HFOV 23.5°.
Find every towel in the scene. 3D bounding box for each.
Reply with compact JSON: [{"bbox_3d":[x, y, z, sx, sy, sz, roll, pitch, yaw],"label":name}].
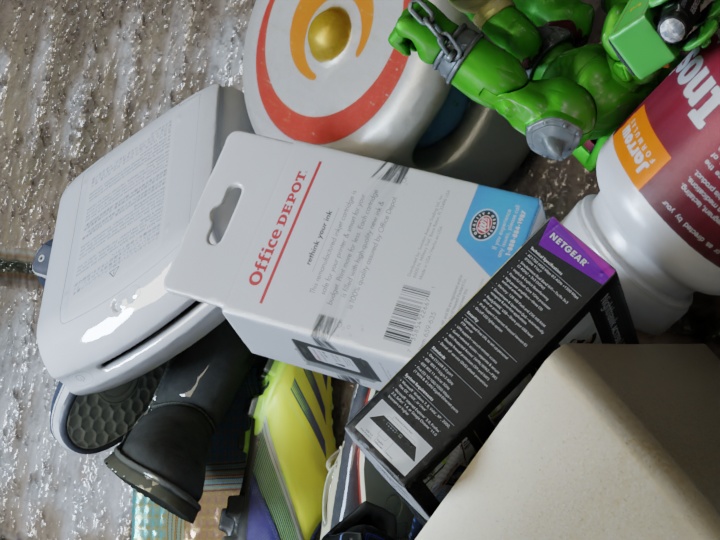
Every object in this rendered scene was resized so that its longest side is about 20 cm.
[{"bbox_3d":[-0.115,0.166,1.233,0.146,0.022,0.202,-10,73,42],"label":"towel"}]

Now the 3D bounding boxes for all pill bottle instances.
[{"bbox_3d":[0.201,-0.062,0.929,0.200,0.112,0.113,-47,52,24],"label":"pill bottle"}]

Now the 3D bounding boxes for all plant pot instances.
[{"bbox_3d":[0.147,0.171,0.880,0.177,0.199,0.201,44,110,27],"label":"plant pot"}]

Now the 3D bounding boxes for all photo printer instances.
[{"bbox_3d":[-0.135,-0.016,1.147,0.166,0.069,0.201,-32,33,21],"label":"photo printer"}]

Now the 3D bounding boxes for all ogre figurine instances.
[{"bbox_3d":[0.119,-0.128,0.991,0.098,0.199,0.120,-47,73,26],"label":"ogre figurine"}]

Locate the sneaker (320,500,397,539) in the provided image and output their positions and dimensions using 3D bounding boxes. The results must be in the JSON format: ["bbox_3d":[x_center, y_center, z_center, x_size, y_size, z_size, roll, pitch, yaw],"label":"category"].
[{"bbox_3d":[-0.005,0.190,0.957,0.200,0.070,0.078,-107,42,-77],"label":"sneaker"}]

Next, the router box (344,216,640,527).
[{"bbox_3d":[0.083,0.078,0.917,0.149,0.200,0.051,-44,62,-7],"label":"router box"}]

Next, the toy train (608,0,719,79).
[{"bbox_3d":[0.181,-0.164,0.947,0.056,0.200,0.042,-32,104,36],"label":"toy train"}]

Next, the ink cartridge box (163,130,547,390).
[{"bbox_3d":[0.000,0.000,1.002,0.198,0.067,0.117,15,70,22],"label":"ink cartridge box"}]

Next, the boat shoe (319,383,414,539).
[{"bbox_3d":[0.004,0.144,1.098,0.062,0.071,0.202,1,85,46],"label":"boat shoe"}]

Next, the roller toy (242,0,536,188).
[{"bbox_3d":[0.019,-0.137,1.099,0.181,0.139,0.202,-21,66,38],"label":"roller toy"}]

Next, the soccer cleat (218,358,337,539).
[{"bbox_3d":[-0.040,0.123,1.155,0.065,0.083,0.202,123,161,-66],"label":"soccer cleat"}]

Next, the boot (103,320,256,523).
[{"bbox_3d":[-0.091,0.057,1.146,0.201,0.072,0.182,-54,16,-2],"label":"boot"}]

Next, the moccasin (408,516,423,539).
[{"bbox_3d":[0.067,0.101,1.046,0.080,0.068,0.202,25,97,43],"label":"moccasin"}]

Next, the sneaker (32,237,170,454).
[{"bbox_3d":[-0.197,0.044,1.267,0.145,0.077,0.203,2,50,39],"label":"sneaker"}]
